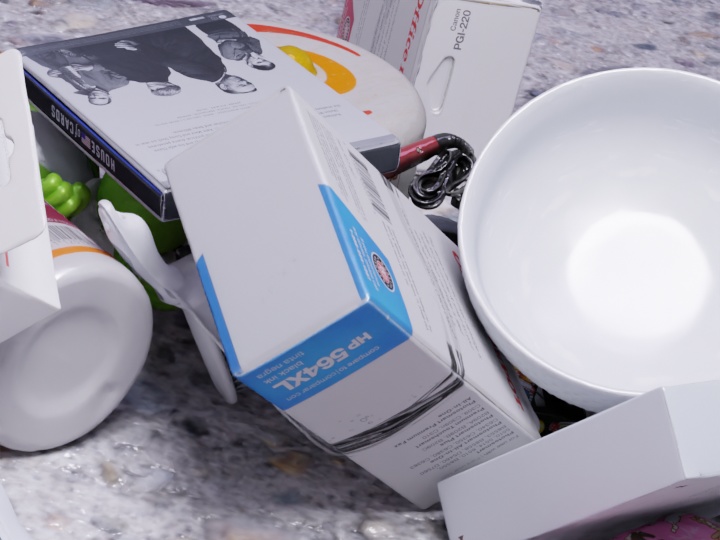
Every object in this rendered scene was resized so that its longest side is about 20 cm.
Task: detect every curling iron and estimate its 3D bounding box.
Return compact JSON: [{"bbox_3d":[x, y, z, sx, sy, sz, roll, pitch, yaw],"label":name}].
[{"bbox_3d":[-0.016,-0.039,1.393,0.200,0.026,0.050,-17,51,-22],"label":"curling iron"}]

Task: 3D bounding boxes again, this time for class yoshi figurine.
[{"bbox_3d":[-0.166,-0.062,1.399,0.200,0.112,0.112,36,-7,9],"label":"yoshi figurine"}]

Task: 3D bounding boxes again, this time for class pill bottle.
[{"bbox_3d":[-0.213,0.001,1.297,0.114,0.114,0.200,-11,35,-40],"label":"pill bottle"}]

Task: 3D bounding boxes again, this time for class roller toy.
[{"bbox_3d":[-0.054,-0.075,1.498,0.200,0.140,0.183,10,27,-10],"label":"roller toy"}]

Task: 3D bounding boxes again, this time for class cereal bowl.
[{"bbox_3d":[0.154,-0.007,1.298,0.200,0.083,0.200,-2,65,4],"label":"cereal bowl"}]

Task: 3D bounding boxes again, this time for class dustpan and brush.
[{"bbox_3d":[-0.086,0.020,1.295,0.057,0.200,0.140,-35,45,-13],"label":"dustpan and brush"}]

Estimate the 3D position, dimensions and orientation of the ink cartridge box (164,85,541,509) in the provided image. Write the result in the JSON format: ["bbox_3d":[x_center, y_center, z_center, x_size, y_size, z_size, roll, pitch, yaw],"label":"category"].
[{"bbox_3d":[-0.001,0.019,1.250,0.200,0.084,0.146,42,21,-51],"label":"ink cartridge box"}]

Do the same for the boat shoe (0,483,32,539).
[{"bbox_3d":[-0.200,0.123,1.104,0.067,0.074,0.200,-7,33,-41],"label":"boat shoe"}]

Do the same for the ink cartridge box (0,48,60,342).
[{"bbox_3d":[-0.221,-0.013,1.194,0.067,0.200,0.117,30,40,-51],"label":"ink cartridge box"}]

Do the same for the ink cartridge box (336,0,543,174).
[{"bbox_3d":[0.052,-0.174,1.742,0.085,0.146,0.200,7,27,-16],"label":"ink cartridge box"}]

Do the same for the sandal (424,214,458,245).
[{"bbox_3d":[-0.001,0.000,1.381,0.200,0.076,0.043,11,41,-44],"label":"sandal"}]

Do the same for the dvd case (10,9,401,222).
[{"bbox_3d":[-0.092,-0.092,1.356,0.150,0.025,0.200,-14,34,-29],"label":"dvd case"}]

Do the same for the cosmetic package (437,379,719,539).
[{"bbox_3d":[0.156,0.099,1.216,0.151,0.200,0.052,-7,76,-34],"label":"cosmetic package"}]

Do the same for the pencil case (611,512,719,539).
[{"bbox_3d":[0.114,0.178,1.145,0.200,0.083,0.087,-18,66,-49],"label":"pencil case"}]

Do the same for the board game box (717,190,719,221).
[{"bbox_3d":[0.240,0.025,1.373,0.103,0.105,0.200,9,48,-48],"label":"board game box"}]

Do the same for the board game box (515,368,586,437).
[{"bbox_3d":[0.079,0.040,1.468,0.105,0.024,0.200,9,27,-5],"label":"board game box"}]
